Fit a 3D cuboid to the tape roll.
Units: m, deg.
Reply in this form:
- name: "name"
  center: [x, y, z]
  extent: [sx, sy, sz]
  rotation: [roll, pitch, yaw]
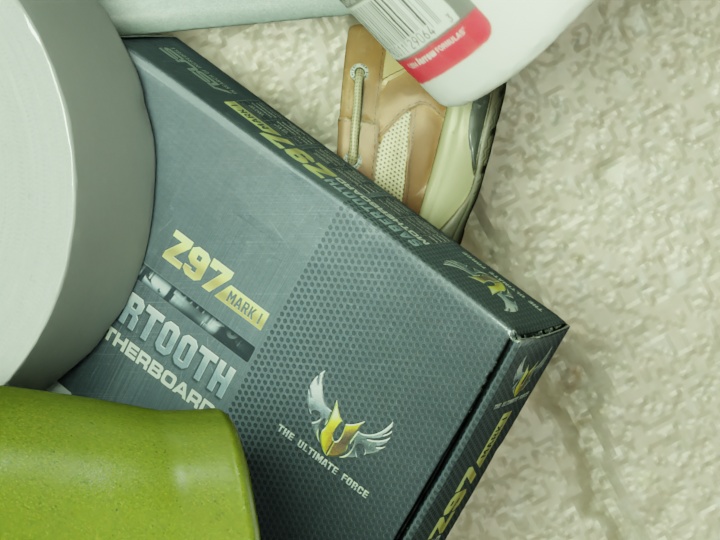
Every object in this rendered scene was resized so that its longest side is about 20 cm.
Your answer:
- name: "tape roll"
  center: [-0.177, -0.038, 0.959]
  extent: [0.199, 0.066, 0.202]
  rotation: [3, 98, 22]

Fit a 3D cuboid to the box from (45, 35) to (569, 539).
- name: "box"
  center: [-0.043, 0.030, 0.972]
  extent: [0.200, 0.051, 0.158]
  rotation: [37, 110, 20]

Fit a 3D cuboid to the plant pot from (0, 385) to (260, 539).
- name: "plant pot"
  center: [-0.129, 0.120, 0.870]
  extent: [0.191, 0.200, 0.202]
  rotation: [-5, 103, -10]

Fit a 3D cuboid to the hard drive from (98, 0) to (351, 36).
- name: "hard drive"
  center: [-0.050, -0.164, 0.992]
  extent: [0.198, 0.033, 0.141]
  rotation: [-6, 103, -2]

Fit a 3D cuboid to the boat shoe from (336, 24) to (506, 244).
- name: "boat shoe"
  center: [0.000, 0.000, 1.016]
  extent: [0.073, 0.076, 0.202]
  rotation: [15, 94, 0]

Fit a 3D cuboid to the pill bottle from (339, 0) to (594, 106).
- name: "pill bottle"
  center: [0.002, -0.164, 0.920]
  extent: [0.111, 0.111, 0.200]
  rotation: [-43, 101, 7]
